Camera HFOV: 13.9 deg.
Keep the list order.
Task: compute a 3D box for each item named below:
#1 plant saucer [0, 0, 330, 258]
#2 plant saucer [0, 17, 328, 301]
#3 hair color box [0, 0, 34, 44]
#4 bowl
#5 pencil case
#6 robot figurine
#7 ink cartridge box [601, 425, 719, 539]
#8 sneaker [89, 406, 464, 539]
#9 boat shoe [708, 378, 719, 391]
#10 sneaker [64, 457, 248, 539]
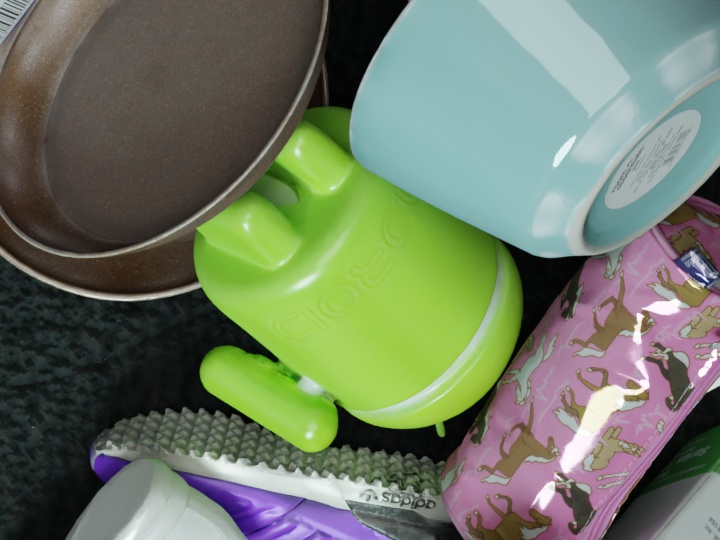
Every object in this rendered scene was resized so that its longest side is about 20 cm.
[{"bbox_3d":[-0.091,-0.090,1.381,0.200,0.200,0.032,-48,136,3],"label":"plant saucer"},{"bbox_3d":[-0.116,-0.086,1.470,0.199,0.037,0.201,0,97,-2],"label":"plant saucer"},{"bbox_3d":[-0.249,-0.181,1.422,0.200,0.065,0.109,39,94,9],"label":"hair color box"},{"bbox_3d":[0.104,-0.083,1.302,0.201,0.201,0.105,-45,70,3],"label":"bowl"},{"bbox_3d":[0.117,0.057,1.405,0.083,0.087,0.200,26,118,-18],"label":"pencil case"},{"bbox_3d":[0.000,0.000,1.421,0.200,0.116,0.176,40,77,-37],"label":"robot figurine"},{"bbox_3d":[0.166,0.193,1.443,0.147,0.083,0.200,49,63,-6],"label":"ink cartridge box"},{"bbox_3d":[-0.043,0.135,1.480,0.199,0.070,0.100,12,105,0],"label":"sneaker"},{"bbox_3d":[0.171,0.016,1.448,0.200,0.072,0.069,-28,101,31],"label":"boat shoe"},{"bbox_3d":[-0.134,0.180,1.461,0.088,0.075,0.200,36,122,-25],"label":"sneaker"}]
